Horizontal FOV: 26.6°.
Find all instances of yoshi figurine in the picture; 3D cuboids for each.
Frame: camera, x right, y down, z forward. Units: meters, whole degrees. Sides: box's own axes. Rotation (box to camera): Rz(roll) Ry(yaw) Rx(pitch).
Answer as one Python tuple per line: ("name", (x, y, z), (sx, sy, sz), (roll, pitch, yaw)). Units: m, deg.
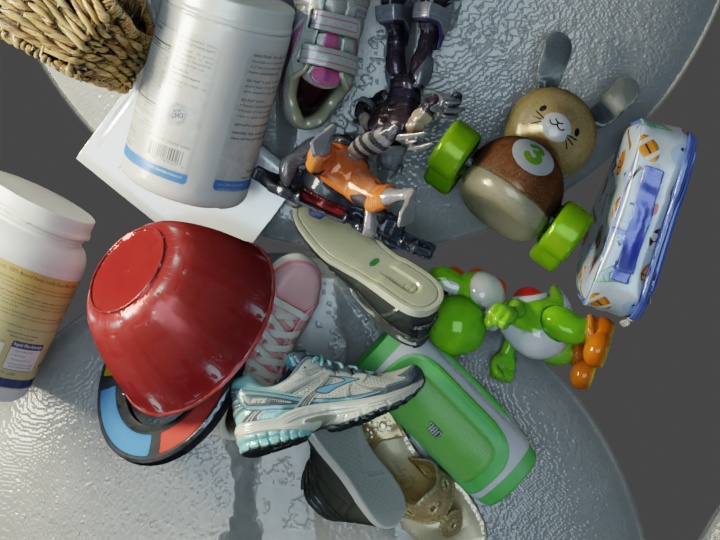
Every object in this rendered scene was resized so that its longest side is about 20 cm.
("yoshi figurine", (0.149, 0.065, 1.542), (0.198, 0.112, 0.113), (21, 103, 3))

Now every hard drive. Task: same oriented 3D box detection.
("hard drive", (-0.177, -0.106, 1.578), (0.199, 0.026, 0.132), (38, 96, -2))

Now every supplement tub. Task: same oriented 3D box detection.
("supplement tub", (-0.148, -0.173, 1.478), (0.131, 0.132, 0.202), (18, 106, 1))
("supplement tub", (-0.364, 0.014, 1.538), (0.143, 0.144, 0.202), (27, 96, 0))

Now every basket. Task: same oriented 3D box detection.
("basket", (-0.257, -0.266, 1.478), (0.142, 0.200, 0.150), (28, 96, 1))

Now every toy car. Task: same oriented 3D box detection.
("toy car", (0.185, -0.131, 1.508), (0.164, 0.158, 0.201), (35, 84, 3))

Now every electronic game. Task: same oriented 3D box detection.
("electronic game", (-0.191, 0.100, 1.534), (0.200, 0.200, 0.042), (-49, 134, 6))

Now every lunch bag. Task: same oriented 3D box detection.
("lunch bag", (0.270, -0.047, 1.497), (0.075, 0.160, 0.202), (16, 95, 1))

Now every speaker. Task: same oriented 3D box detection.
("speaker", (0.087, 0.145, 1.562), (0.088, 0.088, 0.200), (-45, 92, 6))

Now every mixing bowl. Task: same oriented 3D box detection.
("mixing bowl", (-0.191, 0.028, 1.474), (0.200, 0.200, 0.108), (-44, 129, 6))

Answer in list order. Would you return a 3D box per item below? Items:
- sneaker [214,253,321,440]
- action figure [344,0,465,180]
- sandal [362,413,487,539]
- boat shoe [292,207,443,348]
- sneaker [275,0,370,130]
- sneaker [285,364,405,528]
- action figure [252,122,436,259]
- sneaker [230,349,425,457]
("sneaker", (-0.094, 0.086, 1.545), (0.075, 0.105, 0.201), (30, 101, -30))
("action figure", (0.048, -0.189, 1.521), (0.129, 0.069, 0.202), (6, 83, 33))
("sandal", (0.054, 0.224, 1.577), (0.077, 0.070, 0.212), (-37, 93, 5))
("boat shoe", (0.000, 0.000, 1.537), (0.072, 0.068, 0.200), (-31, 58, -30))
("sneaker", (-0.032, -0.222, 1.493), (0.080, 0.089, 0.202), (4, 124, -15))
("sneaker", (-0.040, 0.181, 1.557), (0.071, 0.099, 0.201), (-38, 103, -39))
("action figure", (0.007, -0.087, 1.473), (0.198, 0.193, 0.106), (24, 89, -16))
("sneaker", (-0.032, 0.112, 1.467), (0.198, 0.078, 0.087), (-15, 81, -20))
